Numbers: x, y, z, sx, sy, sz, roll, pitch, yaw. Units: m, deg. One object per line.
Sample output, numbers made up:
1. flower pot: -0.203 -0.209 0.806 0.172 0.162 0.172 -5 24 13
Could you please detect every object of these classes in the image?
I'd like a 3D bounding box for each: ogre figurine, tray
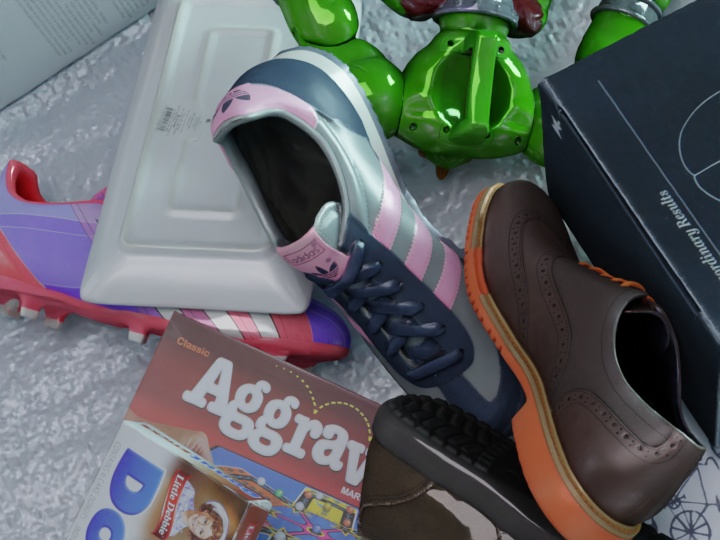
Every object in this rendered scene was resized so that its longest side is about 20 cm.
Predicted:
1. ogre figurine: 0.047 -0.109 1.026 0.199 0.098 0.120 13 72 -25
2. tray: -0.064 -0.066 1.045 0.107 0.022 0.200 2 52 9

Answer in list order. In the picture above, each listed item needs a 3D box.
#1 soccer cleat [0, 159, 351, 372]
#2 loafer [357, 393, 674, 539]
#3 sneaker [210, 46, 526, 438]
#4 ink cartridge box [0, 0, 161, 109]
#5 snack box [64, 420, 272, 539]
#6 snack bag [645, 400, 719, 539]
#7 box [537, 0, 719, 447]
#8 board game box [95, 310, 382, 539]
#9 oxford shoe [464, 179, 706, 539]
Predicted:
1. soccer cleat: -0.095 -0.001 1.040 0.199 0.067 0.077 11 84 21
2. loafer: 0.080 0.131 0.923 0.200 0.073 0.071 36 111 22
3. sneaker: 0.000 0.000 0.963 0.070 0.082 0.200 -35 91 31
4. ink cartridge box: -0.137 -0.165 1.089 0.200 0.109 0.050 -34 66 -1
5. snack box: -0.112 0.168 0.930 0.072 0.024 0.200 29 97 25
6. snack bag: 0.191 0.078 0.960 0.199 0.021 0.189 -19 67 1
7. box: 0.199 -0.046 0.945 0.200 0.107 0.149 -27 63 -7
8. board game box: -0.013 0.105 0.971 0.199 0.019 0.103 24 75 -1
9. oxford shoe: 0.098 0.025 0.924 0.073 0.071 0.200 -41 41 24
